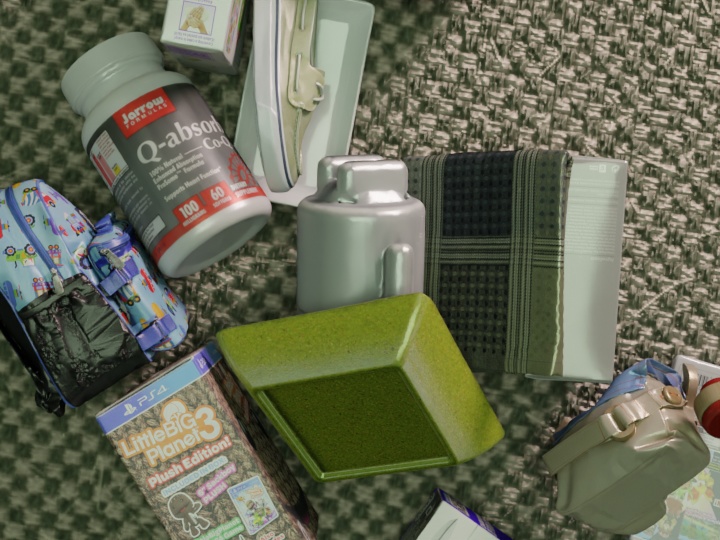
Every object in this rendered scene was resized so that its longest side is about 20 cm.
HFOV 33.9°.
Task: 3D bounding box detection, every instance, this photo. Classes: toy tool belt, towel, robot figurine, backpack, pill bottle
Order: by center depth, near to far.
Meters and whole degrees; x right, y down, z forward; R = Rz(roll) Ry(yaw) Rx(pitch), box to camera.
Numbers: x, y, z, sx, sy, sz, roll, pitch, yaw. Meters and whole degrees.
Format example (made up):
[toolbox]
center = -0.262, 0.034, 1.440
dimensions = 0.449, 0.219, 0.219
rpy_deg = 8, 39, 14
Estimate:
[backpack]
center = -0.255, 0.004, 1.026
dimensions = 0.134, 0.183, 0.200
rpy_deg = -32, 95, -2
[robot figurine]
center = 0.000, 0.000, 1.042
dimensions = 0.113, 0.170, 0.200
rpy_deg = -4, 104, -23
[toy tool belt]
center = 0.249, 0.133, 1.044
dimensions = 0.125, 0.123, 0.200
rpy_deg = 28, 122, -28
[towel]
center = 0.107, -0.006, 1.052
dimensions = 0.192, 0.035, 0.200
rpy_deg = 2, 88, 44
[pill bottle]
center = -0.177, -0.104, 1.055
dimensions = 0.116, 0.116, 0.200
rpy_deg = -34, 82, 0

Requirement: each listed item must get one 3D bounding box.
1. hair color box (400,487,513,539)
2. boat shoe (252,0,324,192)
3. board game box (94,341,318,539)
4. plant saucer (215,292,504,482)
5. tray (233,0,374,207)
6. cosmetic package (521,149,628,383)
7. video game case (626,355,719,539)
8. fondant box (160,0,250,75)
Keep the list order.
[hair color box]
center = 0.124, 0.307, 1.104
dimensions = 0.200, 0.065, 0.109
rpy_deg = 35, 92, -3
[boat shoe]
center = -0.063, -0.171, 1.061
dimensions = 0.062, 0.072, 0.200
rpy_deg = -3, 89, 2
[board game box]
center = -0.129, 0.177, 1.049
dimensions = 0.097, 0.159, 0.200
rpy_deg = -31, 92, -1
[plant saucer]
center = -0.001, 0.117, 1.018
dimensions = 0.199, 0.048, 0.200
rpy_deg = -12, 132, 23
[tray]
center = -0.056, -0.160, 1.107
dimensions = 0.107, 0.022, 0.200
rpy_deg = 11, 92, 0
[cosmetic package]
center = 0.187, -0.002, 1.074
dimensions = 0.090, 0.107, 0.200
rpy_deg = 6, 90, -1
[video game case]
center = 0.367, 0.193, 1.096
dimensions = 0.200, 0.023, 0.183
rpy_deg = 17, 80, 6
[fondant box]
center = -0.123, -0.283, 1.042
dimensions = 0.058, 0.144, 0.200
rpy_deg = 9, 92, -1
